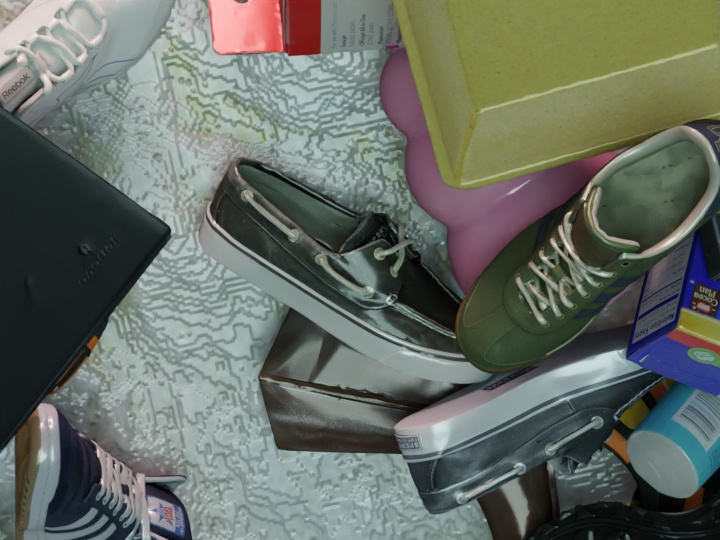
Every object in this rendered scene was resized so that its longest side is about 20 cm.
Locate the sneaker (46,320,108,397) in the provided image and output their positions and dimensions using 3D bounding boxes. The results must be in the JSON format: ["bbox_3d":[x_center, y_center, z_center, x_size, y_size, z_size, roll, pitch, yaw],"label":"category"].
[{"bbox_3d":[-0.231,-0.017,1.350,0.112,0.078,0.200,-44,91,-15],"label":"sneaker"}]

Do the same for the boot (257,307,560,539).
[{"bbox_3d":[0.026,0.119,1.405,0.200,0.064,0.187,8,90,-11],"label":"boot"}]

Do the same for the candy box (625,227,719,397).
[{"bbox_3d":[0.266,-0.015,1.343,0.169,0.077,0.200,20,68,-10],"label":"candy box"}]

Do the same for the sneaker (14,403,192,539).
[{"bbox_3d":[-0.151,0.134,1.348,0.108,0.200,0.070,-1,60,-9],"label":"sneaker"}]

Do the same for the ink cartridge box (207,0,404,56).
[{"bbox_3d":[0.010,-0.192,1.298,0.200,0.067,0.116,-5,61,-5],"label":"ink cartridge box"}]

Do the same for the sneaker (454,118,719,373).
[{"bbox_3d":[0.126,-0.017,1.233,0.200,0.090,0.067,-38,78,11],"label":"sneaker"}]

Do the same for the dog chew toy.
[{"bbox_3d":[0.084,-0.062,1.342,0.124,0.125,0.200,-35,97,3],"label":"dog chew toy"}]

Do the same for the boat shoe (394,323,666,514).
[{"bbox_3d":[0.119,0.088,1.353,0.200,0.072,0.068,-23,100,-20],"label":"boat shoe"}]

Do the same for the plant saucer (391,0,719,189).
[{"bbox_3d":[0.117,-0.157,1.229,0.200,0.048,0.200,-15,126,3],"label":"plant saucer"}]

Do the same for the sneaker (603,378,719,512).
[{"bbox_3d":[0.216,0.152,1.434,0.090,0.070,0.200,-33,100,10],"label":"sneaker"}]

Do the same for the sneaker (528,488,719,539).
[{"bbox_3d":[0.191,0.177,1.366,0.200,0.074,0.079,-13,149,6],"label":"sneaker"}]

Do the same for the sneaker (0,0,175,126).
[{"bbox_3d":[-0.184,-0.120,1.316,0.200,0.087,0.075,-40,103,4],"label":"sneaker"}]

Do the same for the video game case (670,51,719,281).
[{"bbox_3d":[0.277,-0.091,1.316,0.200,0.026,0.181,-5,73,-18],"label":"video game case"}]

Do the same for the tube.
[{"bbox_3d":[0.238,0.057,1.380,0.200,0.050,0.078,-42,112,-32],"label":"tube"}]

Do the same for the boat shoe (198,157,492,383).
[{"bbox_3d":[0.000,0.000,1.350,0.200,0.071,0.064,27,122,1],"label":"boat shoe"}]

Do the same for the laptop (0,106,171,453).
[{"bbox_3d":[-0.236,-0.031,1.271,0.116,0.200,0.187,22,115,-44],"label":"laptop"}]
